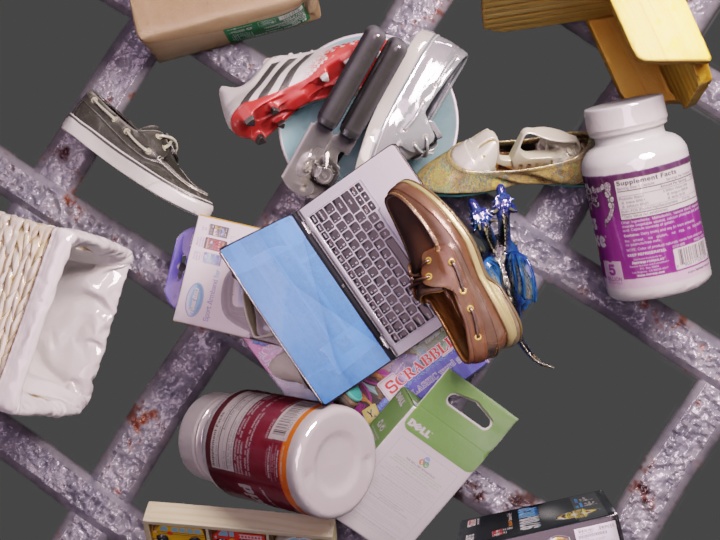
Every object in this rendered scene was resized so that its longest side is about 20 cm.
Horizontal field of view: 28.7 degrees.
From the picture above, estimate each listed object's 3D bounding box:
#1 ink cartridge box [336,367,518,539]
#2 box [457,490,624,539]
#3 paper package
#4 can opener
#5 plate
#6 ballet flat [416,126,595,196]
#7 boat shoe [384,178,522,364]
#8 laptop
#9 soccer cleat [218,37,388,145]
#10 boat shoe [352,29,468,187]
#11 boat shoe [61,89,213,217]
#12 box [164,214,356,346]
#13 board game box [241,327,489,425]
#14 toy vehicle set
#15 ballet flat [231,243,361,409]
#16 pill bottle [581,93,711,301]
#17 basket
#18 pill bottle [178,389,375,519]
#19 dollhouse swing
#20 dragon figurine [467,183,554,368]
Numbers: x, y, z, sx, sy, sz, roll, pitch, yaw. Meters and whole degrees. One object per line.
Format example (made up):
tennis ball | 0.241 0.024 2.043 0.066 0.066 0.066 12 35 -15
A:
ink cartridge box | 0.058 0.193 1.475 0.104 0.059 0.200 37 98 -19
box | 0.179 0.269 1.414 0.159 0.200 0.046 -14 86 5
paper package | -0.163 -0.348 1.550 0.200 0.103 0.191 -15 85 4
can opener | -0.021 -0.167 1.492 0.053 0.067 0.200 25 105 -18
plate | 0.009 -0.162 1.556 0.200 0.026 0.200 -1 84 6
ballet flat | 0.158 -0.121 1.501 0.200 0.071 0.071 -3 85 -5
boat shoe | 0.081 0.002 1.397 0.068 0.072 0.200 -32 88 -24
laptop | 0.000 0.000 1.417 0.200 0.116 0.187 -35 86 6
soccer cleat | -0.060 -0.210 1.523 0.200 0.069 0.085 -29 53 -5
boat shoe | 0.055 -0.158 1.503 0.071 0.070 0.201 24 86 11
boat shoe | -0.238 -0.130 1.555 0.200 0.071 0.064 35 91 9
box | -0.111 0.015 1.505 0.200 0.041 0.119 13 87 6
board game box | 0.002 0.081 1.527 0.200 0.041 0.200 -38 83 2
toy vehicle set | -0.124 0.301 1.489 0.200 0.124 0.027 3 43 7
ballet flat | -0.071 0.066 1.450 0.068 0.068 0.200 -32 75 14
pill bottle | 0.290 -0.077 1.455 0.112 0.112 0.200 -12 98 5
basket | -0.367 0.041 1.494 0.161 0.198 0.200 16 88 11
pill bottle | -0.091 0.184 1.449 0.200 0.114 0.114 4 84 46
dollhouse swing | 0.236 -0.231 1.449 0.176 0.200 0.182 -23 83 3
dragon figurine | 0.155 0.012 1.488 0.059 0.099 0.200 -13 84 5
